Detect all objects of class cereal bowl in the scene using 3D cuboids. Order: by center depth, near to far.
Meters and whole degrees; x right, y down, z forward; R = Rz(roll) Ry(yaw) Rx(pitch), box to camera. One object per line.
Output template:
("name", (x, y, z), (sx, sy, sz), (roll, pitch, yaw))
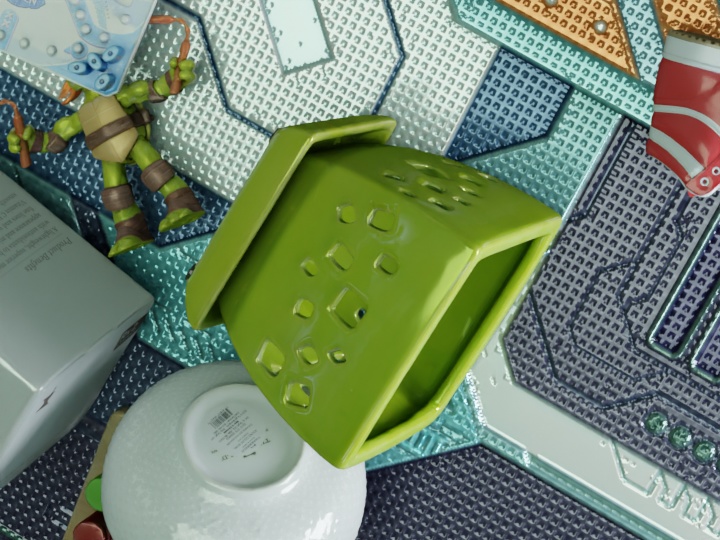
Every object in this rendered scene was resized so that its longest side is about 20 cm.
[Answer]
("cereal bowl", (-0.091, 0.146, 1.707), (0.200, 0.200, 0.083), (27, 145, 10))

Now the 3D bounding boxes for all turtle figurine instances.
("turtle figurine", (-0.194, -0.096, 1.764), (0.200, 0.064, 0.161), (-24, 87, 11))

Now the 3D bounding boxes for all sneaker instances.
("sneaker", (0.297, -0.091, 1.620), (0.200, 0.071, 0.113), (19, 101, 20))

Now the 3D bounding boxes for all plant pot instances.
("plant pot", (0.000, 0.000, 1.663), (0.181, 0.200, 0.199), (37, 109, 13))

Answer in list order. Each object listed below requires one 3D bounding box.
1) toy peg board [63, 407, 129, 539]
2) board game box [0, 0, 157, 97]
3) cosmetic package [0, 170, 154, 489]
("toy peg board", (-0.151, 0.245, 1.793), (0.200, 0.098, 0.199), (26, 106, 11))
("board game box", (-0.237, -0.258, 1.718), (0.200, 0.026, 0.200), (24, 95, 7))
("cosmetic package", (-0.301, 0.044, 1.751), (0.200, 0.165, 0.165), (40, 127, 6))
